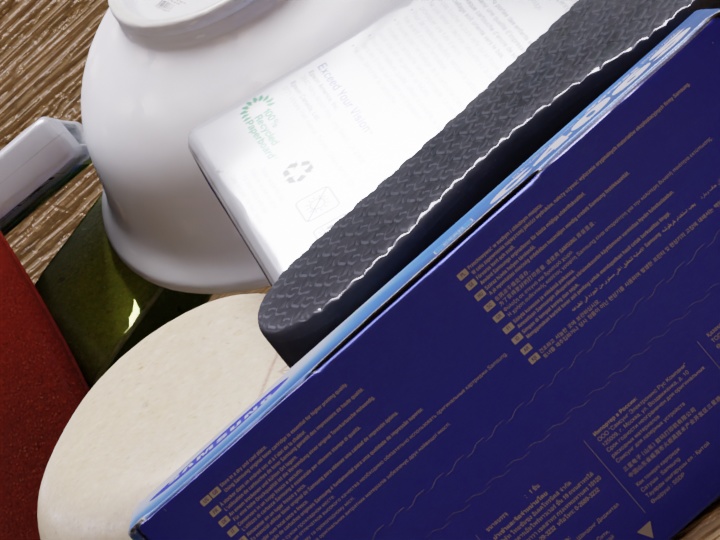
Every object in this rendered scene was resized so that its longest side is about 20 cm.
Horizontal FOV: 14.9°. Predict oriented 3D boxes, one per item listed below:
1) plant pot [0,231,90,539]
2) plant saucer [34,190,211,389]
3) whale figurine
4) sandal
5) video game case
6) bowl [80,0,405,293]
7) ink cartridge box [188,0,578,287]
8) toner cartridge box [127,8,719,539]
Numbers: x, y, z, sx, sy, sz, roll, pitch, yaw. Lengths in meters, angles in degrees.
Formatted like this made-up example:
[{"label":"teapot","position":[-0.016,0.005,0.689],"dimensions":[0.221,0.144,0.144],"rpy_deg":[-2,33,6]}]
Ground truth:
[{"label":"plant pot","position":[-0.180,0.135,1.042],"dimensions":[0.200,0.177,0.200],"rpy_deg":[-42,5,-31]},{"label":"plant saucer","position":[-0.092,-0.004,1.187],"dimensions":[0.200,0.048,0.200],"rpy_deg":[-56,-3,-29]},{"label":"whale figurine","position":[-0.002,0.069,0.869],"dimensions":[0.199,0.104,0.159],"rpy_deg":[-14,32,25]},{"label":"sandal","position":[0.059,-0.036,0.768],"dimensions":[0.200,0.043,0.076],"rpy_deg":[-40,17,1]},{"label":"video game case","position":[-0.189,0.009,1.098],"dimensions":[0.200,0.022,0.182],"rpy_deg":[-40,3,0]},{"label":"bowl","position":[-0.033,-0.094,1.054],"dimensions":[0.200,0.091,0.202],"rpy_deg":[-23,35,17]},{"label":"ink cartridge box","position":[0.066,-0.033,0.824],"dimensions":[0.199,0.043,0.197],"rpy_deg":[-31,38,-2]},{"label":"toner cartridge box","position":[0.045,0.033,0.712],"dimensions":[0.200,0.095,0.043],"rpy_deg":[-41,4,1]}]
